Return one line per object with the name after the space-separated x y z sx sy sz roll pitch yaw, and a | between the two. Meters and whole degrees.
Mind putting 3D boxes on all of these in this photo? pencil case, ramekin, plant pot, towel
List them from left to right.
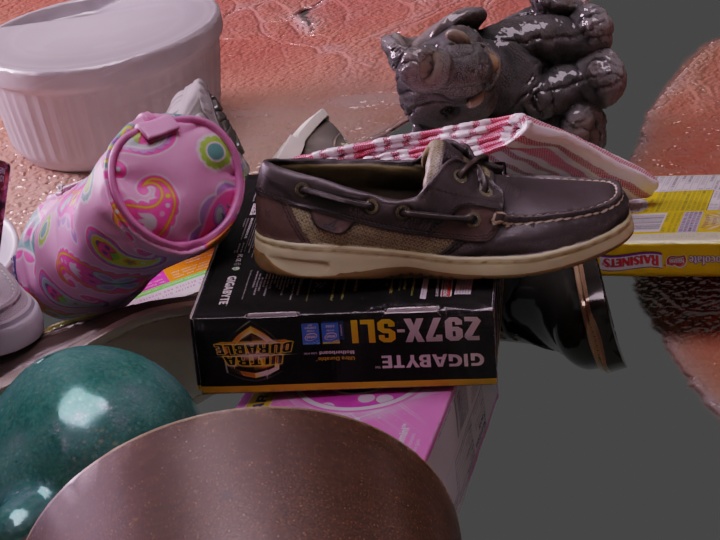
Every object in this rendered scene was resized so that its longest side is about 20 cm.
-0.203 -0.152 1.633 0.201 0.095 0.203 -7 25 3 | ramekin
-0.137 -0.027 1.157 0.087 0.088 0.200 -22 -2 -28 | pencil case
-0.030 0.187 0.758 0.186 0.188 0.200 -11 39 -6 | plant pot
0.069 -0.054 1.274 0.199 0.030 0.146 -8 -16 40 | towel

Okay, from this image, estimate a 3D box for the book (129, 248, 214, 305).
-0.126 -0.002 1.337 0.133 0.048 0.200 -15 23 -11 | book

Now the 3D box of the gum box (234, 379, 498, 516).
0.001 0.082 1.079 0.113 0.066 0.200 0 25 15 | gum box

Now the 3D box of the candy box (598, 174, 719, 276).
0.208 -0.031 1.268 0.102 0.027 0.200 2 14 15 | candy box

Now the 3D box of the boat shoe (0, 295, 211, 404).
-0.155 0.057 1.185 0.199 0.072 0.060 -23 30 -17 | boat shoe

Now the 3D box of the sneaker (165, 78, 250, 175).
-0.132 -0.071 1.368 0.099 0.078 0.200 -27 11 5 | sneaker

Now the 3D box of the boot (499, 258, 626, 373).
0.072 0.028 1.187 0.138 0.078 0.200 -15 13 -2 | boot

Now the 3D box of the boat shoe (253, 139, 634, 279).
0.042 -0.034 1.048 0.199 0.065 0.073 -5 23 -1 | boat shoe

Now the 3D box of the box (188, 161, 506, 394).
0.000 0.000 1.117 0.159 0.050 0.200 -1 25 6 | box

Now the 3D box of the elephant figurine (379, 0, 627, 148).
0.076 -0.137 1.447 0.199 0.156 0.142 -11 45 -27 | elephant figurine

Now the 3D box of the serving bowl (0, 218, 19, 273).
-0.314 0.025 1.305 0.199 0.066 0.200 -5 27 2 | serving bowl

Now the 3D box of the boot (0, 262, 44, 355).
-0.263 -0.019 1.201 0.073 0.096 0.200 -28 34 -36 | boot

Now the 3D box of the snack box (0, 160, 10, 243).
-0.257 0.030 1.064 0.053 0.201 0.142 6 -3 30 | snack box

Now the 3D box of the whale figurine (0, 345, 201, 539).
-0.175 0.106 1.027 0.199 0.104 0.159 -22 7 -1 | whale figurine

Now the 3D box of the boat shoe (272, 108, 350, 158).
-0.034 -0.064 1.424 0.060 0.072 0.202 37 13 -3 | boat shoe
